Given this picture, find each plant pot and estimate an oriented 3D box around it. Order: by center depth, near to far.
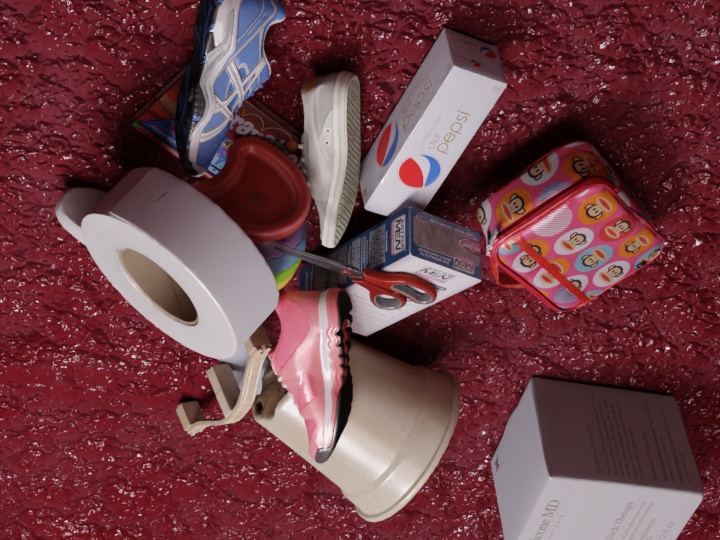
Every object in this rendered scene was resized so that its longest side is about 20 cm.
[{"bbox_3d":[-0.016,0.159,1.718,0.183,0.201,0.200,33,122,-17],"label":"plant pot"}]

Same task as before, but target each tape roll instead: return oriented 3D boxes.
[{"bbox_3d":[-0.179,-0.007,1.462,0.202,0.071,0.203,34,155,18],"label":"tape roll"}]

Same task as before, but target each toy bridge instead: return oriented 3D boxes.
[{"bbox_3d":[-0.156,0.142,1.731,0.027,0.067,0.200,-6,149,-39],"label":"toy bridge"}]

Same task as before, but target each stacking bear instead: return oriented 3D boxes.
[{"bbox_3d":[-0.115,-0.022,1.552,0.114,0.121,0.200,30,146,12],"label":"stacking bear"}]

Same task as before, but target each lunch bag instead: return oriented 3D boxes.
[{"bbox_3d":[0.216,-0.038,1.597,0.176,0.082,0.200,-34,142,18],"label":"lunch bag"}]

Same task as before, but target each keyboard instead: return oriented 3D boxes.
[{"bbox_3d":[-0.148,0.087,1.728,0.056,0.011,0.200,-15,138,15],"label":"keyboard"}]

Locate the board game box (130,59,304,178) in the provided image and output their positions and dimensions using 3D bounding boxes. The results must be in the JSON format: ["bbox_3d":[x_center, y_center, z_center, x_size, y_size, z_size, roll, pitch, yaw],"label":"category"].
[{"bbox_3d":[-0.128,-0.132,1.533,0.103,0.019,0.200,-39,126,25],"label":"board game box"}]

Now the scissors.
[{"bbox_3d":[0.000,0.000,1.508,0.073,0.014,0.200,-15,149,35],"label":"scissors"}]

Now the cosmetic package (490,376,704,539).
[{"bbox_3d":[0.288,0.256,1.841,0.200,0.166,0.167,8,131,-12],"label":"cosmetic package"}]

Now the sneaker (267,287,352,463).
[{"bbox_3d":[-0.056,0.109,1.591,0.087,0.074,0.200,5,109,12],"label":"sneaker"}]

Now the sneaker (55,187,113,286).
[{"bbox_3d":[-0.255,-0.015,1.596,0.200,0.075,0.088,31,134,-31],"label":"sneaker"}]

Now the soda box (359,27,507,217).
[{"bbox_3d":[0.070,-0.144,1.510,0.064,0.068,0.200,15,129,-22],"label":"soda box"}]

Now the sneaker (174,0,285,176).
[{"bbox_3d":[-0.129,-0.180,1.430,0.077,0.076,0.200,8,116,-24],"label":"sneaker"}]

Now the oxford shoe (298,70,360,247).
[{"bbox_3d":[-0.034,-0.115,1.517,0.058,0.075,0.200,9,125,12],"label":"oxford shoe"}]

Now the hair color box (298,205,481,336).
[{"bbox_3d":[0.029,0.004,1.597,0.100,0.061,0.200,19,150,-33],"label":"hair color box"}]
